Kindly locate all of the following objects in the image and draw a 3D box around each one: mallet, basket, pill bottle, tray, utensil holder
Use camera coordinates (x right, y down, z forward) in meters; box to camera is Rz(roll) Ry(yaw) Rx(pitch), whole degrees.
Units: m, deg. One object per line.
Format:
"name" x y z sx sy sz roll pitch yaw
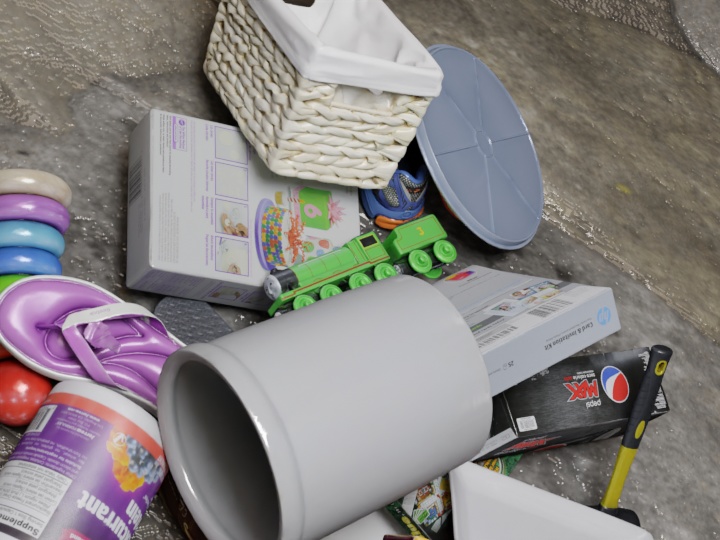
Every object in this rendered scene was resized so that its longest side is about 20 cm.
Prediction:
"mallet" 0.236 0.157 1.300 0.065 0.201 0.041 13 21 -22
"basket" -0.041 -0.172 1.307 0.135 0.124 0.200 7 30 -32
"pill bottle" -0.231 0.193 1.144 0.111 0.111 0.201 30 62 -5
"tray" 0.157 0.223 1.240 0.199 0.022 0.108 22 29 -14
"utensil holder" -0.026 0.106 1.139 0.199 0.170 0.171 -22 76 -33

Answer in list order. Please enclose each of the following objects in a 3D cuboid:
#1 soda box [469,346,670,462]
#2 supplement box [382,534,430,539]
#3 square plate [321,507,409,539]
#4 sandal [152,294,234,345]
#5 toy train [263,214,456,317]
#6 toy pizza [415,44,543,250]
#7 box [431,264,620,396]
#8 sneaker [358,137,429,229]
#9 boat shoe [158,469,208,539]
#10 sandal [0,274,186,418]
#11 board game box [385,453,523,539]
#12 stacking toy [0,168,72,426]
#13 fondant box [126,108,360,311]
"soda box" 0.173 0.115 1.314 0.199 0.071 0.064 -3 68 -40
"supplement box" 0.108 0.268 1.144 0.199 0.110 0.086 20 78 -8
"square plate" 0.031 0.203 1.256 0.197 0.028 0.201 4 67 -37
"sandal" -0.102 0.104 1.273 0.076 0.043 0.200 -28 73 -35
"toy train" 0.000 0.000 1.287 0.199 0.042 0.057 -21 72 -37
"toy pizza" 0.101 -0.111 1.396 0.200 0.032 0.201 31 48 -41
"box" 0.094 0.049 1.276 0.155 0.200 0.041 -24 108 -27
"sneaker" 0.024 -0.142 1.396 0.075 0.078 0.201 -13 73 -24
"boat shoe" -0.106 0.200 1.210 0.070 0.070 0.201 -22 75 -22
"sandal" -0.188 0.058 1.192 0.202 0.050 0.083 26 66 -18
"board game box" 0.084 0.146 1.291 0.105 0.023 0.200 48 47 -5
"stacking toy" -0.275 0.024 1.222 0.085 0.085 0.202 3 71 -18
"fondant box" -0.098 -0.044 1.303 0.199 0.058 0.145 10 65 -27
